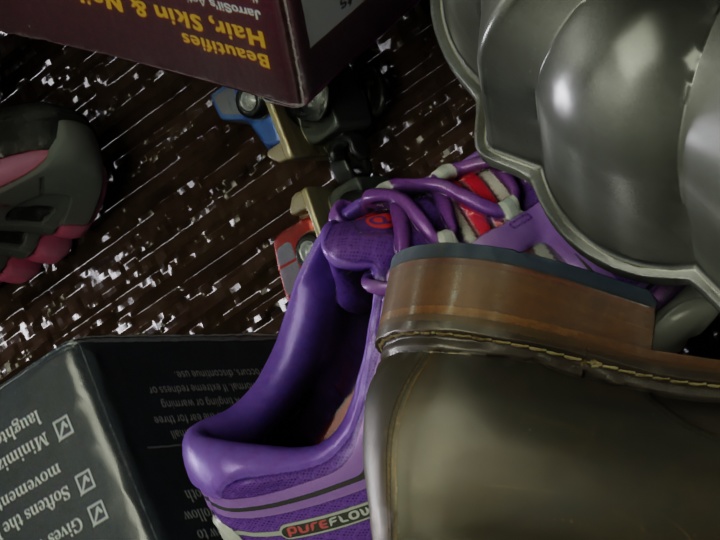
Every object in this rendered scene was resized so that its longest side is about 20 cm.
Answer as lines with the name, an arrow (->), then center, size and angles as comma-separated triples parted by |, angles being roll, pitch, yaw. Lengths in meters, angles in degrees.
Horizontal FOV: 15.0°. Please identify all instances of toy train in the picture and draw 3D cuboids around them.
toy train -> 0.000, 0.000, 0.771 | 0.046, 0.034, 0.200 | -30, 75, 40

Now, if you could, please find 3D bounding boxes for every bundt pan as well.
bundt pan -> 0.105, -0.093, 0.630 | 0.201, 0.076, 0.202 | -5, 69, 14

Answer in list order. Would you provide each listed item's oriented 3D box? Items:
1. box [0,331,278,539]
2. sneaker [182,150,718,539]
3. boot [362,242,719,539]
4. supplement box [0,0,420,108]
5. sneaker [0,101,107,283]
box -> -0.065, 0.138, 0.767 | 0.148, 0.107, 0.200 | -31, 73, 28
sneaker -> 0.035, -0.004, 0.686 | 0.200, 0.083, 0.081 | -51, 32, -3
boot -> 0.091, 0.068, 0.635 | 0.199, 0.075, 0.097 | 16, 72, -6
supplement box -> -0.050, -0.155, 0.695 | 0.110, 0.086, 0.200 | 16, 133, 32
sneaker -> -0.166, -0.031, 0.859 | 0.200, 0.079, 0.096 | -16, 70, 30
